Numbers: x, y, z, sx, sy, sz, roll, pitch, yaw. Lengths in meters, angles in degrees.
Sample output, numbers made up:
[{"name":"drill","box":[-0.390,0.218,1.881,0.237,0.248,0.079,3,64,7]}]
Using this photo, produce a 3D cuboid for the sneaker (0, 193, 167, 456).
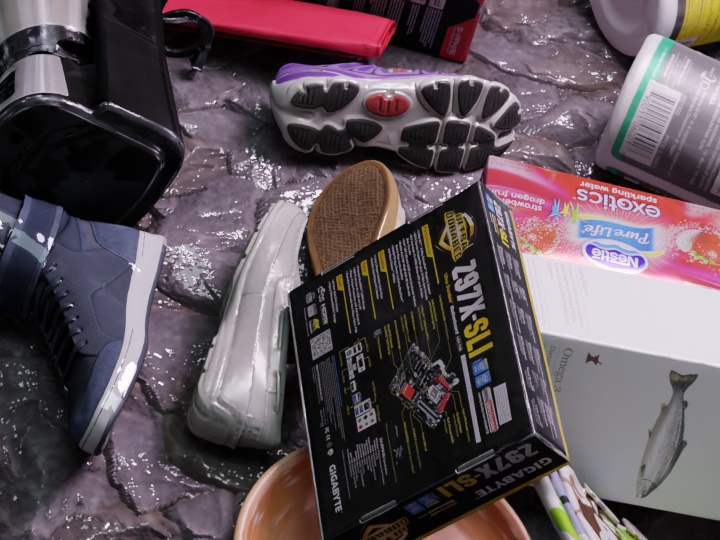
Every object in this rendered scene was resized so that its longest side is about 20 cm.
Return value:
[{"name":"sneaker","box":[-0.210,0.029,1.386,0.145,0.077,0.203,20,35,-13]}]

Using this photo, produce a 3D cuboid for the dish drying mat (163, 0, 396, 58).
[{"name":"dish drying mat","box":[-0.075,-0.196,1.658,0.198,0.018,0.077,9,29,8]}]

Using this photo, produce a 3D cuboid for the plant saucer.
[{"name":"plant saucer","box":[0.015,0.194,1.338,0.198,0.038,0.201,8,46,-8]}]

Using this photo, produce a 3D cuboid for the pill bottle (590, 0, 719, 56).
[{"name":"pill bottle","box":[0.300,-0.249,1.784,0.199,0.112,0.112,-13,53,-28]}]

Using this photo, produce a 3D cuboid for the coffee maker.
[{"name":"coffee maker","box":[-0.183,-0.134,1.513,0.190,0.135,0.201,3,46,-16]}]

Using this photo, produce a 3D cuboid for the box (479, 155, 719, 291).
[{"name":"box","box":[0.170,0.004,1.519,0.198,0.096,0.100,14,46,-4]}]

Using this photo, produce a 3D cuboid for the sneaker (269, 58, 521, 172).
[{"name":"sneaker","box":[0.027,-0.133,1.623,0.198,0.081,0.084,7,30,-17]}]

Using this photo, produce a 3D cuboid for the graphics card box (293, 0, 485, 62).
[{"name":"graphics card box","box":[0.005,-0.246,1.682,0.198,0.126,0.051,13,52,-3]}]

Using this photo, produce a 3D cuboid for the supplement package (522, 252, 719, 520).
[{"name":"supplement package","box":[0.180,0.078,1.419,0.198,0.118,0.118,10,25,-6]}]

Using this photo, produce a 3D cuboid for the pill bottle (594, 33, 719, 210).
[{"name":"pill bottle","box":[0.290,-0.093,1.634,0.199,0.114,0.113,25,46,6]}]

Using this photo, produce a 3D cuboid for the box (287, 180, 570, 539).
[{"name":"box","box":[0.038,0.064,1.332,0.049,0.159,0.201,39,31,-44]}]

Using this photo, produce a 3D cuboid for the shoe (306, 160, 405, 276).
[{"name":"shoe","box":[0.000,0.000,1.511,0.069,0.054,0.201,-14,40,15]}]

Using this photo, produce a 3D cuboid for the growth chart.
[{"name":"growth chart","box":[0.165,0.178,1.317,0.200,0.018,0.145,38,17,-39]}]

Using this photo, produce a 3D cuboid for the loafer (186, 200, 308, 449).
[{"name":"loafer","box":[-0.063,0.038,1.443,0.069,0.070,0.201,20,53,-5]}]
